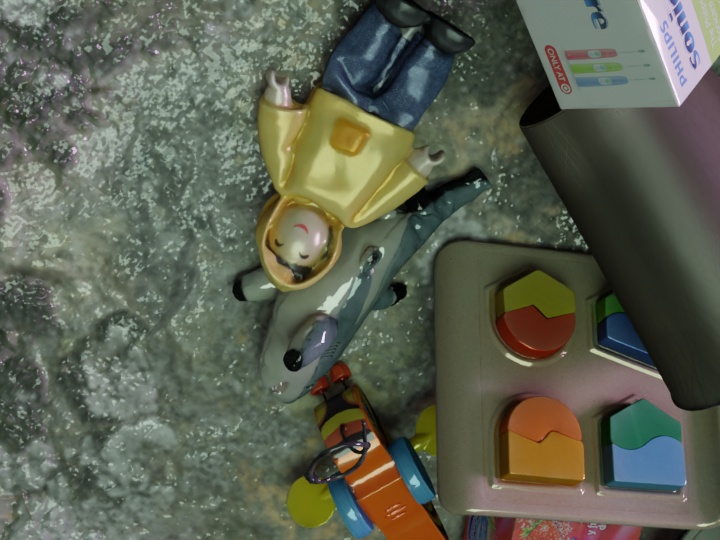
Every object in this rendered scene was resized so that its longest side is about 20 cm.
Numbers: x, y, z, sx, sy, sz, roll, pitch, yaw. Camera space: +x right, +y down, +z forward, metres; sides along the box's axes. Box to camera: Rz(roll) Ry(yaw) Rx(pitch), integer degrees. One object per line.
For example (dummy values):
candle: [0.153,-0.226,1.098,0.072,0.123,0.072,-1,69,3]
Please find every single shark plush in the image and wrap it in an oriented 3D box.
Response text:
shark plush: [0.000,0.000,1.096,0.200,0.091,0.083,-51,137,-7]

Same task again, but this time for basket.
basket: [0.201,-0.046,1.033,0.201,0.180,0.136,51,143,-12]

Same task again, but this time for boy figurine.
boy figurine: [-0.014,-0.079,1.025,0.124,0.064,0.201,30,101,-14]

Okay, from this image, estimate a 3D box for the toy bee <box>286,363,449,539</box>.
toy bee: [0.009,0.119,1.128,0.130,0.109,0.201,-16,144,-12]

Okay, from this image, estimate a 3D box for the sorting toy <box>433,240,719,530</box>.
sorting toy: [0.148,0.073,1.090,0.198,0.187,0.037,4,159,-11]

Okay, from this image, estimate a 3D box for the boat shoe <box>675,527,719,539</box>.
boat shoe: [0.244,0.241,1.237,0.075,0.062,0.200,41,79,-6]

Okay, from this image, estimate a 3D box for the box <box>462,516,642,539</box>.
box: [0.130,0.200,1.174,0.094,0.103,0.202,2,121,-12]

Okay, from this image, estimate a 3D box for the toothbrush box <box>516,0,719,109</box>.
toothbrush box: [0.169,-0.208,0.931,0.200,0.085,0.146,-50,126,-33]
